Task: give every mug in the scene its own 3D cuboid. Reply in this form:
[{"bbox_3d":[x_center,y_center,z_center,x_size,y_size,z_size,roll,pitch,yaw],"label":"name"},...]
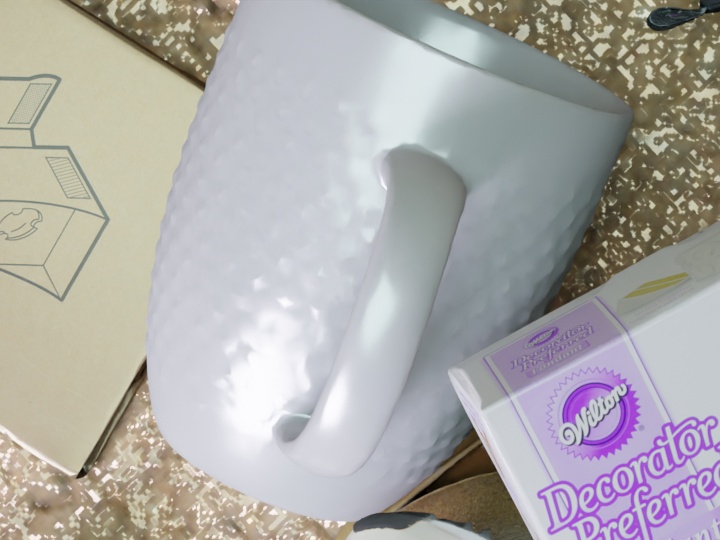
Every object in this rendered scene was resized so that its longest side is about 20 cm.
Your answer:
[{"bbox_3d":[0.000,0.000,0.823,0.147,0.200,0.176,21,102,-9],"label":"mug"}]

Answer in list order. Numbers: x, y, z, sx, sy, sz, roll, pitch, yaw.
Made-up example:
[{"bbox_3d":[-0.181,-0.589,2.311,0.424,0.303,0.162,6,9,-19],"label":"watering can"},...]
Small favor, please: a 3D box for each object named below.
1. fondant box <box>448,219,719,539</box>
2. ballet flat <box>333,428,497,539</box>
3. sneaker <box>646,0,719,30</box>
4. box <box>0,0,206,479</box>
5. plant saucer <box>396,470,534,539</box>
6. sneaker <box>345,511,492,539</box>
[{"bbox_3d":[0.138,0.088,0.761,0.144,0.058,0.201,-28,104,0],"label":"fondant box"},{"bbox_3d":[0.049,0.089,0.886,0.200,0.063,0.069,-43,85,9],"label":"ballet flat"},{"bbox_3d":[0.141,-0.151,0.851,0.200,0.078,0.140,41,98,6],"label":"sneaker"},{"bbox_3d":[-0.154,-0.036,0.936,0.199,0.021,0.164,32,97,6],"label":"box"},{"bbox_3d":[0.076,0.167,0.861,0.199,0.035,0.201,4,116,8],"label":"plant saucer"},{"bbox_3d":[0.040,0.179,0.792,0.070,0.093,0.201,-9,117,34],"label":"sneaker"}]
